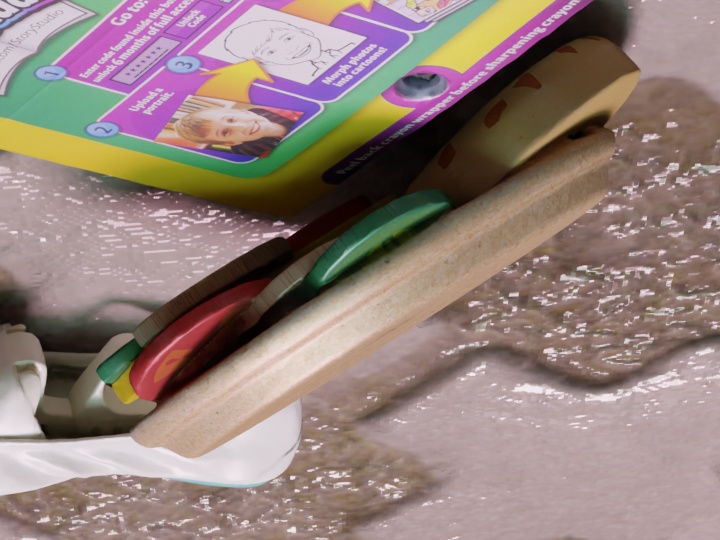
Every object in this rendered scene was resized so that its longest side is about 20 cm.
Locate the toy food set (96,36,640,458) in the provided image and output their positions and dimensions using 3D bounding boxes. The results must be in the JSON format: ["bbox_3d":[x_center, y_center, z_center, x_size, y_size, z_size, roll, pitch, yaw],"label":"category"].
[{"bbox_3d":[0.000,0.000,1.001,0.198,0.049,0.200,-31,177,-24],"label":"toy food set"}]

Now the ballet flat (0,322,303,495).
[{"bbox_3d":[-0.114,0.049,1.152,0.199,0.070,0.069,1,154,-22],"label":"ballet flat"}]

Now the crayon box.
[{"bbox_3d":[-0.039,-0.095,0.864,0.172,0.058,0.200,14,149,-32],"label":"crayon box"}]
